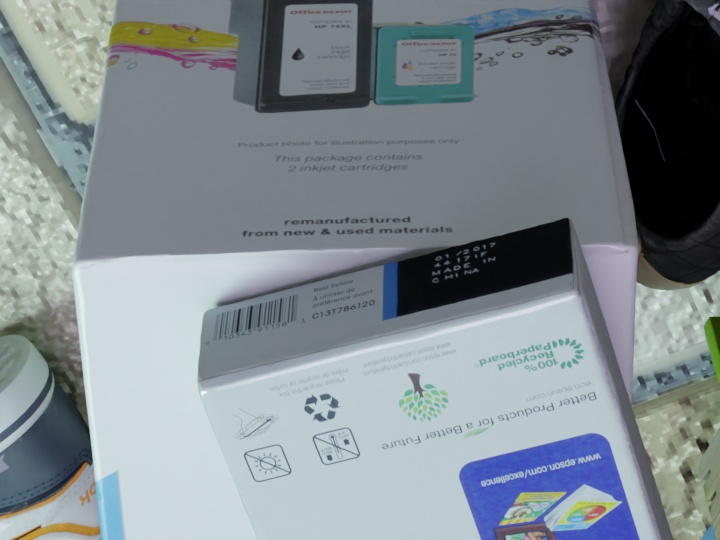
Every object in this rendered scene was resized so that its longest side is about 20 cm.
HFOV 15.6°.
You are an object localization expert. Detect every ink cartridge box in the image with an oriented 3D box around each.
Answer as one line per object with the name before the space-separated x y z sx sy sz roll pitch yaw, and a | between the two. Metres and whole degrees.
ink cartridge box | 0.035 0.086 0.685 0.099 0.039 0.201 -14 121 9
ink cartridge box | 0.000 0.000 0.771 0.145 0.201 0.148 -2 123 1

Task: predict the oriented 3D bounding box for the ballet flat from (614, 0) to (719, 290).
ballet flat | 0.097 -0.050 0.788 0.057 0.067 0.200 -30 159 -20

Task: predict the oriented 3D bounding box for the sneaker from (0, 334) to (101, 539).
sneaker | -0.177 0.102 0.904 0.199 0.079 0.080 -26 116 14

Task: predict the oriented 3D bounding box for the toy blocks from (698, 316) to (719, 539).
toy blocks | 0.191 0.089 0.908 0.198 0.100 0.137 6 136 -17
